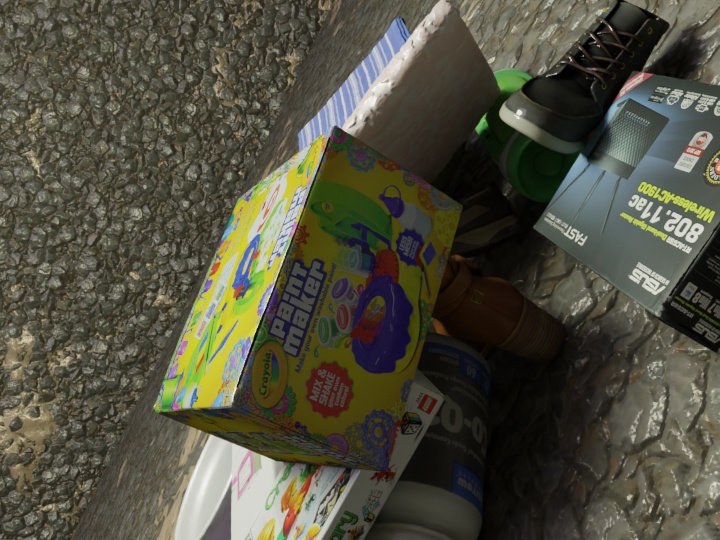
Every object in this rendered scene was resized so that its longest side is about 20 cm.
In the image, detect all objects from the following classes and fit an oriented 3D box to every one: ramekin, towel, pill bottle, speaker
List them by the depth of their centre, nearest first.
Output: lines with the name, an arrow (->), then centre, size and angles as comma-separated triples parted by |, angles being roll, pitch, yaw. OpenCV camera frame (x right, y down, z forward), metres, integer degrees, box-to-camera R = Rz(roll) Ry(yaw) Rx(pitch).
pill bottle -> 0.049, 0.164, 0.620 | 0.114, 0.113, 0.202 | -42, 28, 45
towel -> 0.044, -0.129, 0.696 | 0.201, 0.032, 0.190 | -52, -22, 9
speaker -> 0.170, -0.146, 0.769 | 0.089, 0.088, 0.201 | -53, 20, 23
towel -> -0.010, -0.202, 0.868 | 0.200, 0.024, 0.146 | -44, 27, 22
ramekin -> -0.145, 0.269, 0.924 | 0.201, 0.097, 0.202 | -54, 20, 29

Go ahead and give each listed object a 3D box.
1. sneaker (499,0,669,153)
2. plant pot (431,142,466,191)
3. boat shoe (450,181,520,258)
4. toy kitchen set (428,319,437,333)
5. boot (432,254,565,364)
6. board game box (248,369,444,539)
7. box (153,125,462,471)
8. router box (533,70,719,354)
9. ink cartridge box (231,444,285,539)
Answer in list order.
sneaker -> 0.187, -0.170, 0.621 | 0.199, 0.074, 0.107 | -31, -29, -50
plant pot -> 0.050, -0.158, 0.909 | 0.190, 0.185, 0.200 | -68, 13, -18
boat shoe -> 0.064, -0.037, 0.755 | 0.075, 0.197, 0.074 | 127, 123, -73
toy kitchen set -> 0.000, 0.000, 0.813 | 0.164, 0.197, 0.182 | -58, 17, 32
boot -> 0.074, 0.026, 0.677 | 0.078, 0.154, 0.200 | -62, 18, -1
board game box -> -0.018, 0.155, 0.578 | 0.202, 0.034, 0.126 | -60, 20, 2
box -> -0.046, 0.032, 0.568 | 0.192, 0.121, 0.203 | -20, 47, 60
router box -> 0.223, -0.054, 0.534 | 0.151, 0.061, 0.200 | -60, 19, 11
ink cartridge box -> -0.053, 0.226, 0.756 | 0.085, 0.143, 0.200 | -55, 20, 13
